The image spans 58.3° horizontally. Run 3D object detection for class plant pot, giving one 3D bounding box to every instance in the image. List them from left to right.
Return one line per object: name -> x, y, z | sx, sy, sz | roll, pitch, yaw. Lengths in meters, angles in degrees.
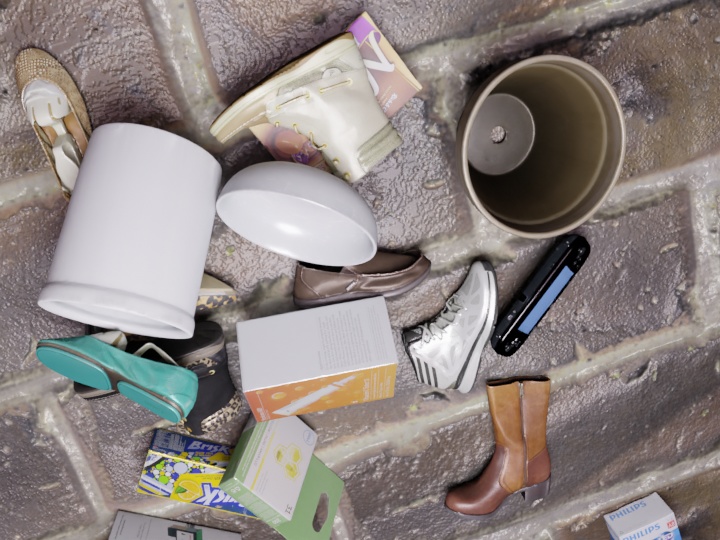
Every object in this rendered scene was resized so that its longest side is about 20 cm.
plant pot -> 0.196, -0.161, 0.800 | 0.195, 0.174, 0.205 | -3, 108, -8

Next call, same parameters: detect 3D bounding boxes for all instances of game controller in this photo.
game controller -> 0.258, 0.038, 0.919 | 0.201, 0.042, 0.104 | -54, 143, 8

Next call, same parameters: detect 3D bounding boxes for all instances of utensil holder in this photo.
utensil holder -> -0.254, -0.039, 0.740 | 0.166, 0.170, 0.204 | 13, 73, -12

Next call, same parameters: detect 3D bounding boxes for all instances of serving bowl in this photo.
serving bowl -> -0.070, -0.075, 0.774 | 0.196, 0.200, 0.067 | 18, 70, -13

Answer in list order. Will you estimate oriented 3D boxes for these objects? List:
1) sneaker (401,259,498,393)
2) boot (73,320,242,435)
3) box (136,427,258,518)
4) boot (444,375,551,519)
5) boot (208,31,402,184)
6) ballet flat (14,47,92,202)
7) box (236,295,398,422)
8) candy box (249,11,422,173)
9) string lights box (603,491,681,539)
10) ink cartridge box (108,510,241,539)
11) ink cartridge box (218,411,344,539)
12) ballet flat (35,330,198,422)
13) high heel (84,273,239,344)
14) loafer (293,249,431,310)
sneaker -> 0.122, 0.079, 0.915 | 0.113, 0.076, 0.205 | 7, 108, -12
boot -> -0.260, 0.161, 0.864 | 0.196, 0.074, 0.153 | -21, 130, -11
box -> -0.215, 0.297, 0.939 | 0.196, 0.064, 0.071 | 18, 104, -13
boot -> 0.211, 0.271, 0.992 | 0.184, 0.069, 0.204 | -8, 107, -5
boot -> -0.062, -0.163, 0.760 | 0.198, 0.072, 0.156 | -30, 111, 2
ballet flat -> -0.358, -0.165, 0.774 | 0.069, 0.065, 0.203 | -22, 109, 0
box -> -0.056, 0.120, 0.862 | 0.195, 0.099, 0.125 | -10, 150, -5
candy box -> -0.033, -0.209, 0.814 | 0.199, 0.057, 0.117 | -41, 108, 7
string lights box -> 0.499, 0.493, 1.107 | 0.101, 0.059, 0.203 | -24, 109, 1
ink cartridge box -> -0.289, 0.463, 0.968 | 0.196, 0.084, 0.149 | 16, 105, -13
ink cartridge box -> -0.093, 0.297, 0.915 | 0.200, 0.147, 0.048 | 44, 126, -17
ballet flat -> -0.281, 0.113, 0.767 | 0.196, 0.071, 0.068 | 22, 139, 5
high heel -> -0.267, 0.069, 0.868 | 0.195, 0.072, 0.145 | 5, 118, -13
loafer -> 0.000, 0.000, 0.873 | 0.196, 0.073, 0.072 | -13, 110, -4
